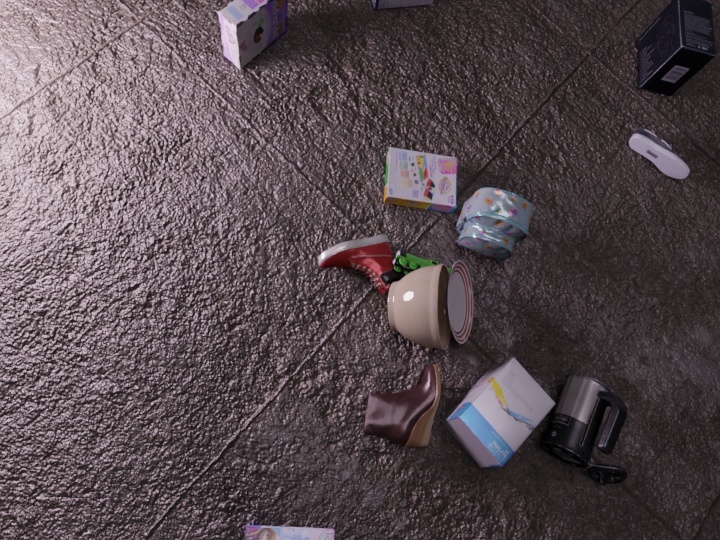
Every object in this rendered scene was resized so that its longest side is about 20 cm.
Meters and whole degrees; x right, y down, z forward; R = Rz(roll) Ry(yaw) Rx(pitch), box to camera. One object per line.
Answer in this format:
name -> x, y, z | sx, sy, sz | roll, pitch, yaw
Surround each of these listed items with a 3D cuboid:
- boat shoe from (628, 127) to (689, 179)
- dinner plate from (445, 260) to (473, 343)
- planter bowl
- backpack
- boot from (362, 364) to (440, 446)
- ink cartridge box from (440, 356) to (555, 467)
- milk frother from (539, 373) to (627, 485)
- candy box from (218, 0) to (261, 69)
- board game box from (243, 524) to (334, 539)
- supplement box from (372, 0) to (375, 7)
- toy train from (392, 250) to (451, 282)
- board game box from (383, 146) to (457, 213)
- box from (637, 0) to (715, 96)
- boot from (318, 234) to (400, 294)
boat shoe -> 0.906, -0.357, 1.698 | 0.199, 0.072, 0.068 | 38, 71, 12
dinner plate -> 0.241, 0.077, 1.396 | 0.024, 0.200, 0.205 | -4, 68, 28
planter bowl -> 0.142, 0.088, 1.372 | 0.132, 0.200, 0.205 | -1, 69, 19
backpack -> 0.345, -0.122, 1.454 | 0.172, 0.200, 0.156 | 22, 70, -2
boot -> 0.099, 0.307, 1.338 | 0.163, 0.072, 0.204 | 15, 73, -6
ink cartridge box -> 0.320, 0.333, 1.327 | 0.199, 0.147, 0.146 | -41, 81, -18
milk frother -> 0.564, 0.390, 1.371 | 0.200, 0.178, 0.190 | 48, 64, -38
candy box -> -0.291, -0.683, 1.553 | 0.071, 0.168, 0.200 | 40, 70, 6
board game box -> -0.158, 0.655, 1.196 | 0.194, 0.043, 0.205 | 6, 71, -9
supplement box -> 0.130, -0.881, 1.724 | 0.195, 0.104, 0.103 | -11, 72, -11
toy train -> 0.172, -0.002, 1.451 | 0.196, 0.042, 0.057 | 20, 50, -16
board game box -> 0.166, -0.248, 1.552 | 0.195, 0.040, 0.157 | 8, 71, -7
box -> 0.970, -0.691, 1.747 | 0.121, 0.200, 0.201 | 10, 71, -7
boot -> 0.000, 0.000, 1.428 | 0.196, 0.073, 0.147 | -13, 76, -17
